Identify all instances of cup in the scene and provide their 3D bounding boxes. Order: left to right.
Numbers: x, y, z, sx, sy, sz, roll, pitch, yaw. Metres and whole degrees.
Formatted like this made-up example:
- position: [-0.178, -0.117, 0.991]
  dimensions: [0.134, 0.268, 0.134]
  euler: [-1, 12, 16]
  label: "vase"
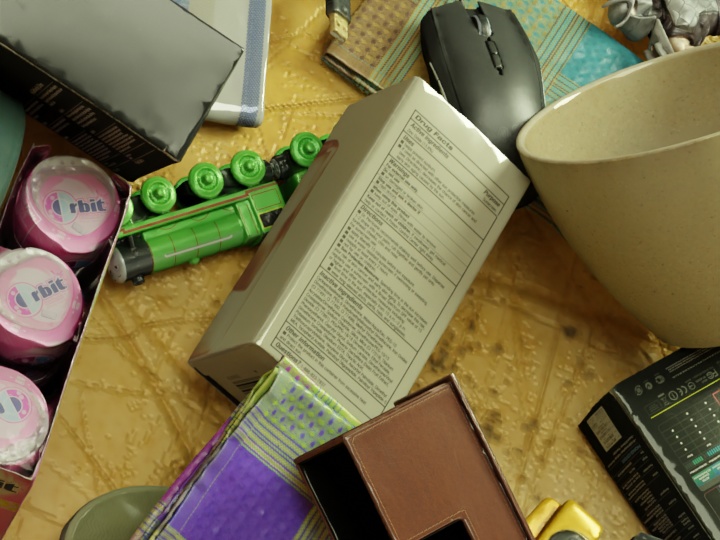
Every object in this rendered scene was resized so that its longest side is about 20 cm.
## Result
- position: [0.208, -0.039, 1.696]
  dimensions: [0.200, 0.200, 0.144]
  euler: [-28, 110, -28]
  label: "cup"

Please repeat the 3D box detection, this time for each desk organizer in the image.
- position: [0.049, 0.167, 1.523]
  dimensions: [0.077, 0.072, 0.201]
  euler: [-25, 88, -30]
  label: "desk organizer"

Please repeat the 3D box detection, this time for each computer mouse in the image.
- position: [0.050, -0.136, 1.758]
  dimensions: [0.140, 0.046, 0.201]
  euler: [5, 62, -17]
  label: "computer mouse"

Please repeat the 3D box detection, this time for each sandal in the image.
- position: [-0.072, 0.152, 1.589]
  dimensions: [0.200, 0.057, 0.080]
  euler: [0, 65, -19]
  label: "sandal"

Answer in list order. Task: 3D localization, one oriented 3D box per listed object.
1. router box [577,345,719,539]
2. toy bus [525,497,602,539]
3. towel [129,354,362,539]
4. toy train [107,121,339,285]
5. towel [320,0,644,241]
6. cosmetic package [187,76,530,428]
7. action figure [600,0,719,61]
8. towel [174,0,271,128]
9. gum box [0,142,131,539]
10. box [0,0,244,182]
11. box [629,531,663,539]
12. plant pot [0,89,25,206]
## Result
- position: [0.254, 0.103, 1.724]
  dimensions: [0.199, 0.062, 0.150]
  euler: [-26, 75, -28]
  label: "router box"
- position: [0.054, 0.204, 1.604]
  dimensions: [0.078, 0.065, 0.200]
  euler: [38, 59, 4]
  label: "toy bus"
- position: [-0.053, 0.165, 1.551]
  dimensions: [0.144, 0.023, 0.200]
  euler: [42, 77, -21]
  label: "towel"
- position: [-0.075, -0.040, 1.695]
  dimensions: [0.199, 0.042, 0.057]
  euler: [-19, 83, -26]
  label: "toy train"
- position: [0.090, -0.124, 1.805]
  dimensions: [0.200, 0.022, 0.147]
  euler: [35, 58, 2]
  label: "towel"
- position: [0.000, 0.000, 1.648]
  dimensions: [0.103, 0.087, 0.200]
  euler: [42, 63, -18]
  label: "cosmetic package"
- position: [0.246, -0.170, 1.852]
  dimensions: [0.199, 0.069, 0.131]
  euler: [0, 61, -21]
  label: "action figure"
- position: [-0.149, -0.164, 1.739]
  dimensions: [0.199, 0.024, 0.148]
  euler: [8, 65, -13]
  label: "towel"
- position: [-0.191, 0.039, 1.570]
  dimensions: [0.066, 0.114, 0.201]
  euler: [21, 60, -8]
  label: "gum box"
- position: [-0.156, -0.123, 1.597]
  dimensions: [0.141, 0.200, 0.079]
  euler: [31, 83, -10]
  label: "box"
- position: [0.170, 0.269, 1.588]
  dimensions: [0.122, 0.106, 0.201]
  euler: [20, 61, -9]
  label: "box"
- position: [-0.293, -0.073, 1.554]
  dimensions: [0.187, 0.200, 0.201]
  euler: [25, 59, -20]
  label: "plant pot"
